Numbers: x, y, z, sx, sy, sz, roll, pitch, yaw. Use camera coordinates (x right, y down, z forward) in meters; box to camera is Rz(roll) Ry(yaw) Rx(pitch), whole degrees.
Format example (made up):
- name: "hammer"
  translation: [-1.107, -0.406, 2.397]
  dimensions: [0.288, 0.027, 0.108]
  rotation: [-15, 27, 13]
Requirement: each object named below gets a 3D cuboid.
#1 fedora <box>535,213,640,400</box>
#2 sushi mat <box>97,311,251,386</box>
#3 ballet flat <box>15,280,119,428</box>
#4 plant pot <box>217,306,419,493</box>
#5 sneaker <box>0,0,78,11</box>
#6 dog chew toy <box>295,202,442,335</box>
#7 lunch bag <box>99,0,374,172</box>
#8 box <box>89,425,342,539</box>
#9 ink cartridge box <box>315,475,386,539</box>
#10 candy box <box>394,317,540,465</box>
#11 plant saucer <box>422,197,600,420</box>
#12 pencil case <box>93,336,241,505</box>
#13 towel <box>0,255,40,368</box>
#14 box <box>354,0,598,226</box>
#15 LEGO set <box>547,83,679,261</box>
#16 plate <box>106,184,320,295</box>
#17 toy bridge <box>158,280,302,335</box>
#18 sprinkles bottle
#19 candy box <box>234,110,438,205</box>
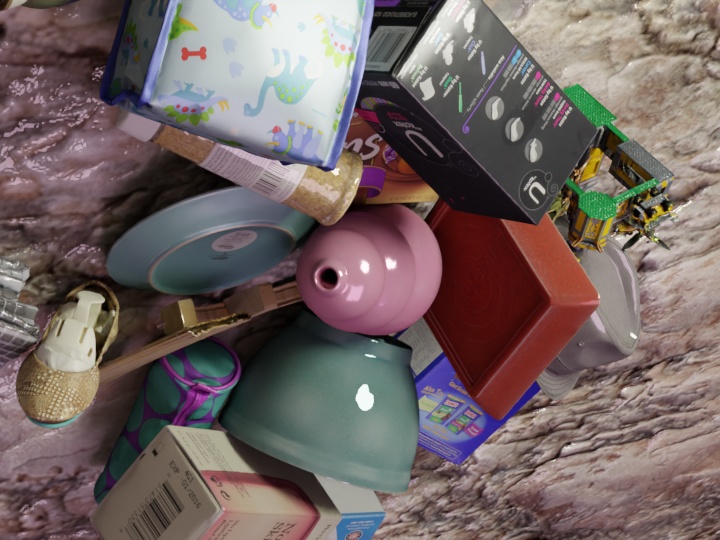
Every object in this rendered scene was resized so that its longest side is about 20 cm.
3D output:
- name: "fedora"
  translation: [0.229, 0.032, 1.665]
  dimensions: [0.177, 0.090, 0.201]
  rotation: [-49, 126, -44]
- name: "sushi mat"
  translation: [-0.195, 0.078, 1.463]
  dimensions: [0.199, 0.012, 0.095]
  rotation: [-24, 176, 33]
- name: "ballet flat"
  translation: [-0.246, 0.061, 1.384]
  dimensions: [0.070, 0.200, 0.066]
  rotation: [13, 112, -6]
- name: "plant pot"
  translation: [-0.025, 0.117, 1.595]
  dimensions: [0.199, 0.199, 0.135]
  rotation: [17, 94, -44]
- name: "sneaker"
  translation: [-0.196, -0.270, 1.147]
  dimensions: [0.089, 0.067, 0.201]
  rotation: [-5, 135, -41]
- name: "dog chew toy"
  translation: [0.000, 0.000, 1.465]
  dimensions: [0.125, 0.125, 0.200]
  rotation: [-45, 170, 15]
- name: "lunch bag"
  translation: [-0.083, -0.195, 1.227]
  dimensions: [0.169, 0.127, 0.202]
  rotation: [16, 90, -29]
- name: "box"
  translation: [-0.134, 0.235, 1.550]
  dimensions: [0.128, 0.109, 0.199]
  rotation: [-49, 149, 16]
- name: "ink cartridge box"
  translation: [-0.083, 0.314, 1.828]
  dimensions: [0.143, 0.085, 0.201]
  rotation: [3, 131, -37]
- name: "candy box"
  translation: [0.118, 0.098, 1.745]
  dimensions: [0.200, 0.077, 0.169]
  rotation: [-42, 140, 13]
- name: "plant saucer"
  translation: [0.112, 0.009, 1.517]
  dimensions: [0.036, 0.201, 0.200]
  rotation: [-10, 149, -36]
- name: "pencil case"
  translation: [-0.187, 0.156, 1.580]
  dimensions: [0.084, 0.093, 0.201]
  rotation: [19, 121, -16]
- name: "towel"
  translation: [-0.380, 0.058, 1.347]
  dimensions: [0.199, 0.086, 0.166]
  rotation: [18, 120, -45]
- name: "box"
  translation: [0.081, -0.141, 1.359]
  dimensions: [0.200, 0.122, 0.107]
  rotation: [42, 75, -31]
- name: "LEGO set"
  translation: [0.196, -0.073, 1.542]
  dimensions: [0.153, 0.200, 0.117]
  rotation: [-32, 149, -36]
- name: "plate"
  translation: [-0.124, -0.018, 1.435]
  dimensions: [0.198, 0.026, 0.200]
  rotation: [-15, 159, -6]
- name: "toy bridge"
  translation: [-0.104, 0.030, 1.532]
  dimensions: [0.199, 0.027, 0.067]
  rotation: [-14, 173, -41]
- name: "sprinkles bottle"
  translation: [-0.097, -0.105, 1.325]
  dimensions: [0.199, 0.068, 0.068]
  rotation: [25, 118, -20]
- name: "candy box"
  translation: [-0.005, -0.118, 1.444]
  dimensions: [0.198, 0.057, 0.117]
  rotation: [-4, 134, -33]
